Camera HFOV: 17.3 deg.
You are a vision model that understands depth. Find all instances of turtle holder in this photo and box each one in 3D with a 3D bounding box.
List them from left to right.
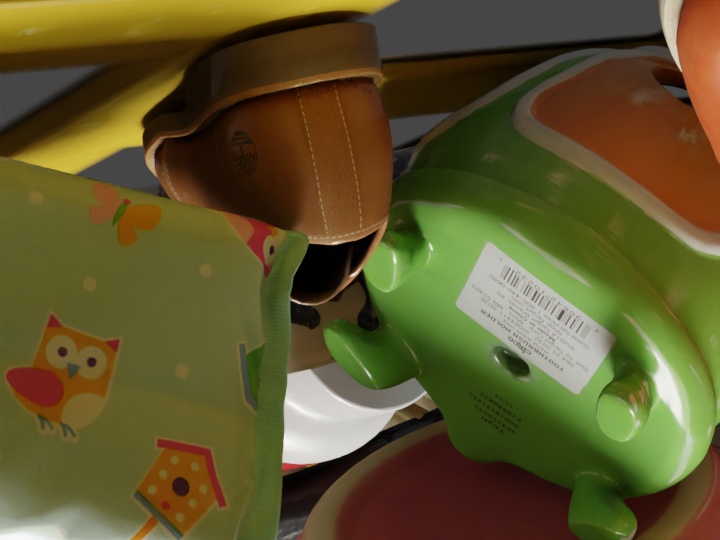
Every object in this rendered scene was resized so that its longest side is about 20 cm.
[{"bbox_3d":[0.081,0.009,0.804,0.140,0.186,0.132,22,-120,33],"label":"turtle holder"}]

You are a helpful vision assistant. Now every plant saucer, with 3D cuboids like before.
[{"bbox_3d":[0.057,0.102,0.847,0.199,0.051,0.201,-12,-158,5],"label":"plant saucer"}]

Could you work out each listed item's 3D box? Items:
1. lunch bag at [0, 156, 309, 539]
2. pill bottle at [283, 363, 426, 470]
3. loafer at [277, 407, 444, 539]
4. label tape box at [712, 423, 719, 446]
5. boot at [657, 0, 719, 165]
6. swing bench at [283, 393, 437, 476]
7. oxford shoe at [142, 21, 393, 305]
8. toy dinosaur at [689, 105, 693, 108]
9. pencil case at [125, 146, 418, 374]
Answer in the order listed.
[{"bbox_3d":[-0.128,0.039,0.679,0.169,0.123,0.200,13,161,-21],"label":"lunch bag"},{"bbox_3d":[-0.048,0.035,1.046,0.112,0.113,0.200,-8,173,-34],"label":"pill bottle"},{"bbox_3d":[-0.023,0.123,1.054,0.199,0.071,0.068,-21,-179,-5],"label":"loafer"},{"bbox_3d":[0.151,0.105,0.936,0.143,0.064,0.200,-10,-159,10],"label":"label tape box"},{"bbox_3d":[0.143,-0.017,0.674,0.075,0.108,0.200,-17,141,21],"label":"boot"},{"bbox_3d":[-0.012,0.106,1.219,0.198,0.130,0.200,27,-131,27],"label":"swing bench"},{"bbox_3d":[-0.027,-0.022,0.740,0.071,0.072,0.200,-12,176,-7],"label":"oxford shoe"},{"bbox_3d":[0.149,-0.036,0.926,0.102,0.077,0.200,12,-155,-26],"label":"toy dinosaur"},{"bbox_3d":[0.000,0.000,0.911,0.199,0.090,0.078,-10,-169,-23],"label":"pencil case"}]
